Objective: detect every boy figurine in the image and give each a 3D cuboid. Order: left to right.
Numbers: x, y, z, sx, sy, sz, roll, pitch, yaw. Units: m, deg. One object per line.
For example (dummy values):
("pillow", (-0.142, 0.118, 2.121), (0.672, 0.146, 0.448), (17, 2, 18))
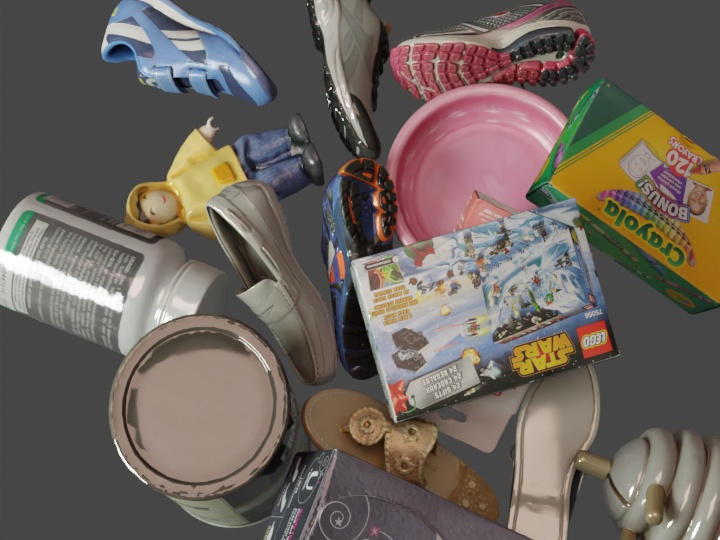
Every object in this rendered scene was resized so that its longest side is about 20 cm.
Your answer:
("boy figurine", (-0.138, -0.087, 1.263), (0.197, 0.065, 0.126), (-20, 76, -5))

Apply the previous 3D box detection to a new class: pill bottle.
("pill bottle", (-0.229, 0.012, 1.211), (0.197, 0.113, 0.114), (21, 75, 10))

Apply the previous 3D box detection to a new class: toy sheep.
("toy sheep", (0.274, 0.199, 1.114), (0.198, 0.138, 0.139), (27, 76, -3))

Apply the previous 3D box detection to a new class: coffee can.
("coffee can", (-0.121, 0.134, 1.121), (0.144, 0.200, 0.149), (-1, 73, 3))

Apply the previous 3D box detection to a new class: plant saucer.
("plant saucer", (0.121, -0.076, 1.250), (0.197, 0.051, 0.204), (-1, 73, 2))

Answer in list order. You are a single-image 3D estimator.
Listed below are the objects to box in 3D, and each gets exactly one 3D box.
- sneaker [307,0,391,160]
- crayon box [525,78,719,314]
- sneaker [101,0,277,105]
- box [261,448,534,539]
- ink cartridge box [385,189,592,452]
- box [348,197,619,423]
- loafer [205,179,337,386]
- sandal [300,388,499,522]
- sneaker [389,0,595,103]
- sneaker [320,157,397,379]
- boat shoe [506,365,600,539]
("sneaker", (-0.001, -0.204, 1.286), (0.078, 0.074, 0.203), (-9, 72, -5))
("crayon box", (0.263, -0.066, 1.199), (0.199, 0.058, 0.120), (34, 73, -8))
("sneaker", (-0.170, -0.205, 1.298), (0.198, 0.074, 0.083), (30, 79, 19))
("box", (0.025, 0.242, 1.047), (0.198, 0.115, 0.134), (26, 73, -12))
("ink cartridge box", (0.110, 0.046, 1.171), (0.115, 0.068, 0.202), (25, 100, -3))
("box", (0.102, 0.033, 1.092), (0.197, 0.040, 0.139), (-15, 86, -7))
("loafer", (-0.083, 0.017, 1.202), (0.069, 0.070, 0.202), (-25, 89, -38))
("sandal", (0.052, 0.153, 1.122), (0.211, 0.069, 0.078), (36, 47, -21))
("sneaker", (0.126, -0.215, 1.285), (0.197, 0.081, 0.075), (-6, 48, -1))
("sneaker", (0.000, 0.000, 1.227), (0.074, 0.078, 0.204), (1, 87, -24))
("boat shoe", (0.169, 0.174, 1.165), (0.074, 0.062, 0.203), (8, 76, 3))
